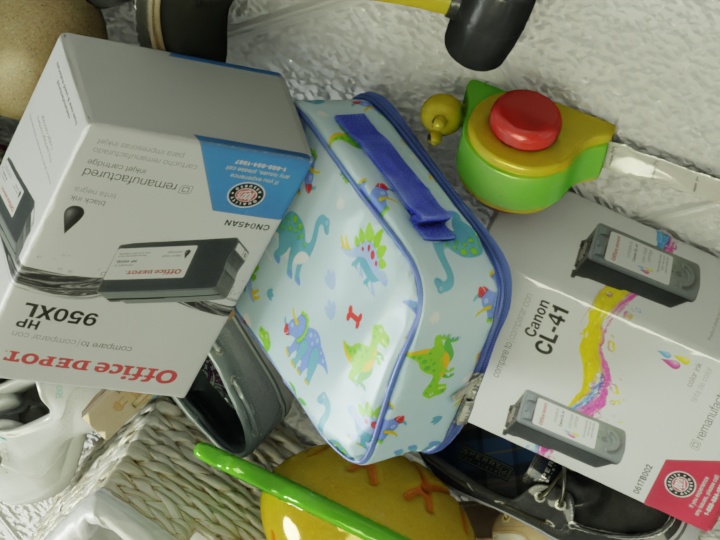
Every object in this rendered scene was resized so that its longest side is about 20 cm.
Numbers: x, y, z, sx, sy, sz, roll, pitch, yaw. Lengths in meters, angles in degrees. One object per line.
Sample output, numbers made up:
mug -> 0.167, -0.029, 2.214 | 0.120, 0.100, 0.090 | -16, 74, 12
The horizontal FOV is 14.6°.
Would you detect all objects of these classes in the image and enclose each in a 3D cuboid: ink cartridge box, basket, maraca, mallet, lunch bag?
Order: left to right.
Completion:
ink cartridge box -> -0.137, -0.027, 1.637 | 0.144, 0.084, 0.200 | 8, 130, -28
basket -> -0.118, 0.204, 1.909 | 0.198, 0.161, 0.200 | 36, 135, -8
maraca -> -0.014, 0.157, 1.785 | 0.200, 0.107, 0.137 | 26, 171, 3
mallet -> -0.003, -0.151, 1.563 | 0.199, 0.041, 0.066 | 5, 141, -8
lunch bag -> 0.003, 0.001, 1.638 | 0.200, 0.082, 0.161 | 53, 137, 39
ink cartridge box -> 0.153, 0.050, 1.684 | 0.200, 0.086, 0.148 | 23, 137, 4

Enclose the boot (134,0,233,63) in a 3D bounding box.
boot -> -0.053, -0.174, 1.590 | 0.138, 0.078, 0.200 | 11, 135, 11

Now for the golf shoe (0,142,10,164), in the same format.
golf shoe -> -0.239, -0.025, 1.756 | 0.200, 0.075, 0.092 | -6, 128, 46

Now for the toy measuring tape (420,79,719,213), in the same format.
toy measuring tape -> 0.125, -0.054, 1.612 | 0.200, 0.074, 0.074 | 21, 136, 8

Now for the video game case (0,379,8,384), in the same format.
video game case -> -0.278, -0.031, 1.840 | 0.200, 0.026, 0.181 | 41, 136, 3

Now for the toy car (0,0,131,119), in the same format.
toy car -> -0.206, -0.144, 1.674 | 0.199, 0.158, 0.165 | -5, 121, -2

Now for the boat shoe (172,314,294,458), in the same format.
boat shoe -> -0.117, 0.038, 1.816 | 0.070, 0.072, 0.201 | -19, 118, 39

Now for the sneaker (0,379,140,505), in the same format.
sneaker -> -0.225, 0.102, 1.879 | 0.200, 0.088, 0.075 | -43, 60, 50

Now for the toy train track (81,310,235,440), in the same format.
toy train track -> -0.099, 0.027, 1.770 | 0.115, 0.033, 0.200 | 43, 98, -15

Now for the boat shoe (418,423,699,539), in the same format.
boat shoe -> 0.116, 0.127, 1.758 | 0.200, 0.070, 0.066 | 23, 170, 32

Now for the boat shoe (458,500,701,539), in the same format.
boat shoe -> 0.128, 0.163, 1.820 | 0.199, 0.074, 0.069 | 4, 119, 23
